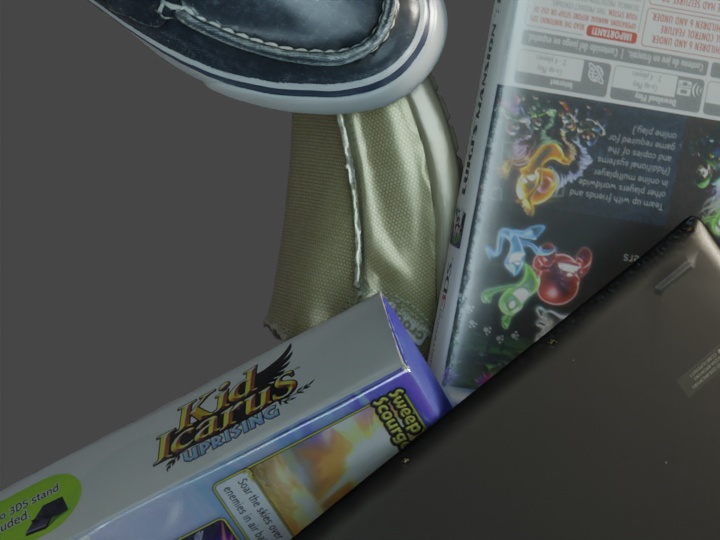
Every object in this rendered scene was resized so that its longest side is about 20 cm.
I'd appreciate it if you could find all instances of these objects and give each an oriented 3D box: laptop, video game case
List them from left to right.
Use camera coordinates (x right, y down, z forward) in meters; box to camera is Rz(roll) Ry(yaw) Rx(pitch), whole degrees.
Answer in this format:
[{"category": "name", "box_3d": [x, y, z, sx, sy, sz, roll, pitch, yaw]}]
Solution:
[{"category": "video game case", "box_3d": [-0.026, 0.127, 0.836, 0.181, 0.046, 0.200, -27, 124, 7]}, {"category": "laptop", "box_3d": [0.072, 0.124, 0.824, 0.187, 0.116, 0.200, -37, 95, -21]}, {"category": "video game case", "box_3d": [0.130, -0.035, 0.842, 0.199, 0.023, 0.183, 8, 98, -17]}]

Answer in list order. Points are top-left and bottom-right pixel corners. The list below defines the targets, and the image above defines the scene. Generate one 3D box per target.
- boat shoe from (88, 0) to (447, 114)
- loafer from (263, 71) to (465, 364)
[{"category": "boat shoe", "box_3d": [-0.070, -0.113, 0.799, 0.200, 0.091, 0.071, 27, 84, 13]}, {"category": "loafer", "box_3d": [0.000, 0.000, 0.860, 0.068, 0.076, 0.201, -16, 98, -10]}]
